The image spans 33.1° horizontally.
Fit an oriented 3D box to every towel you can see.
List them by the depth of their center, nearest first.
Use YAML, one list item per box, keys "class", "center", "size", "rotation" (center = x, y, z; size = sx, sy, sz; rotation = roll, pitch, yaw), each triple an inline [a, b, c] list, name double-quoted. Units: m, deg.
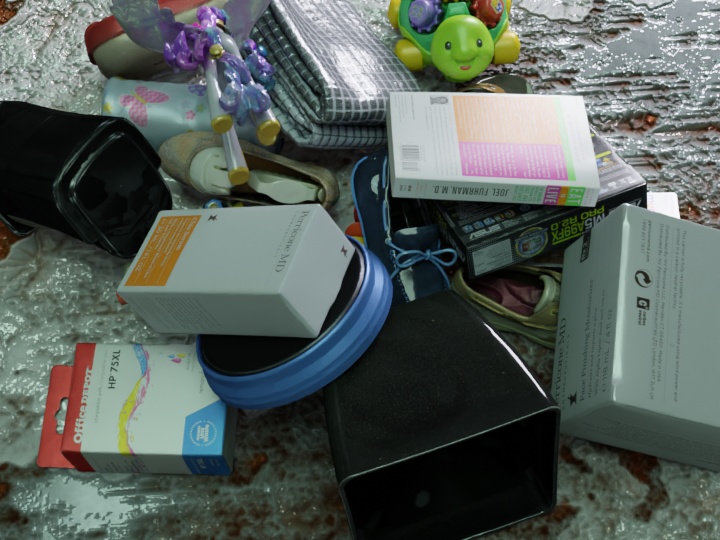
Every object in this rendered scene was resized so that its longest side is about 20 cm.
- class: "towel"
  center: [-0.037, -0.225, 1.319]
  size: [0.165, 0.086, 0.200]
  rotation: [-9, 57, -46]

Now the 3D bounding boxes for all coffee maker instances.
- class: "coffee maker"
  center: [-0.314, -0.101, 1.217]
  size: [0.200, 0.192, 0.135]
  rotation: [13, 81, 42]

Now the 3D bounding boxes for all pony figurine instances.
- class: "pony figurine"
  center: [-0.143, -0.214, 1.200]
  size: [0.166, 0.193, 0.200]
  rotation: [-19, 65, -4]

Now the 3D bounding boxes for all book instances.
- class: "book"
  center: [0.129, -0.121, 1.202]
  size: [0.200, 0.048, 0.134]
  rotation: [3, 44, -5]

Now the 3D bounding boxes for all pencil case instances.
- class: "pencil case"
  center: [-0.186, -0.169, 1.339]
  size: [0.200, 0.083, 0.091]
  rotation: [4, 61, 4]

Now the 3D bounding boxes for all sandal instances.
- class: "sandal"
  center: [0.122, -0.174, 1.311]
  size: [0.200, 0.055, 0.082]
  rotation: [-12, 81, -35]

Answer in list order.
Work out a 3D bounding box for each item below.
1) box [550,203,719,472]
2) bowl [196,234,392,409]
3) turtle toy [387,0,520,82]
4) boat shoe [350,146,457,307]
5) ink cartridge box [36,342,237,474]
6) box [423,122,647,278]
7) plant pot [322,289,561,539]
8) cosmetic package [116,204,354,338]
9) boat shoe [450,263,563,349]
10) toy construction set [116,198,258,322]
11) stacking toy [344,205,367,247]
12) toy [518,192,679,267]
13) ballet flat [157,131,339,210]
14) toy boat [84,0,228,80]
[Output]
- class: "box"
  center: [0.301, 0.069, 1.151]
  size: [0.200, 0.131, 0.199]
  rotation: [14, 67, -13]
- class: "bowl"
  center: [-0.066, 0.041, 1.137]
  size: [0.200, 0.039, 0.201]
  rotation: [-22, 35, 17]
- class: "turtle toy"
  center: [0.107, -0.279, 1.353]
  size: [0.145, 0.101, 0.200]
  rotation: [-5, 50, 0]
- class: "boat shoe"
  center: [0.043, -0.029, 1.215]
  size: [0.084, 0.069, 0.200]
  rotation: [-17, 79, -40]
- class: "ink cartridge box"
  center: [-0.226, 0.137, 1.205]
  size: [0.200, 0.067, 0.116]
  rotation: [1, 65, 3]
- class: "box"
  center: [0.171, -0.084, 1.254]
  size: [0.200, 0.044, 0.160]
  rotation: [-20, 40, -9]
- class: "plant pot"
  center: [0.058, 0.140, 1.134]
  size: [0.200, 0.200, 0.178]
  rotation: [-19, 53, -7]
- class: "cosmetic package"
  center: [-0.116, 0.001, 1.113]
  size: [0.200, 0.071, 0.102]
  rotation: [-1, 53, 35]
- class: "boat shoe"
  center: [0.188, 0.034, 1.237]
  size: [0.200, 0.066, 0.074]
  rotation: [8, 66, 6]
- class: "toy construction set"
  center: [-0.160, -0.007, 1.264]
  size: [0.200, 0.092, 0.131]
  rotation: [-12, 65, -16]
- class: "stacking toy"
  center: [0.000, 0.000, 1.259]
  size: [0.085, 0.085, 0.200]
  rotation: [17, 62, 10]
- class: "toy"
  center: [0.239, -0.056, 1.276]
  size: [0.200, 0.047, 0.115]
  rotation: [0, 50, 7]
- class: "ballet flat"
  center: [-0.119, -0.101, 1.279]
  size: [0.200, 0.067, 0.068]
  rotation: [10, 110, -4]
- class: "toy boat"
  center: [-0.224, -0.304, 1.366]
  size: [0.200, 0.131, 0.131]
  rotation: [-22, 90, -9]
